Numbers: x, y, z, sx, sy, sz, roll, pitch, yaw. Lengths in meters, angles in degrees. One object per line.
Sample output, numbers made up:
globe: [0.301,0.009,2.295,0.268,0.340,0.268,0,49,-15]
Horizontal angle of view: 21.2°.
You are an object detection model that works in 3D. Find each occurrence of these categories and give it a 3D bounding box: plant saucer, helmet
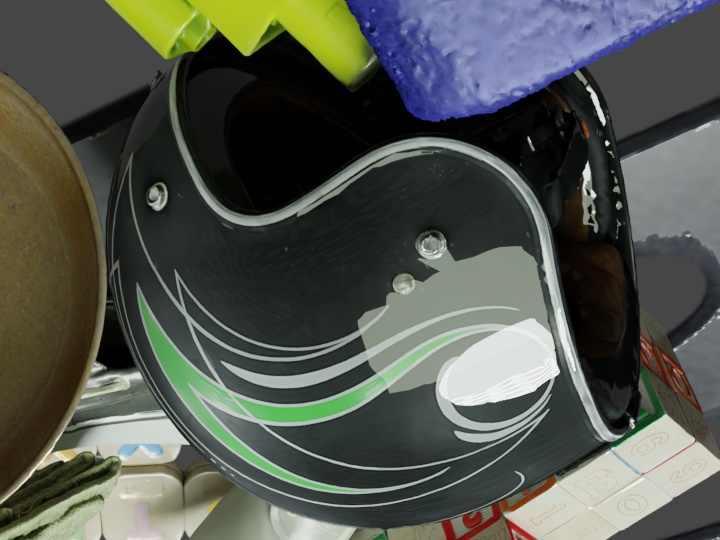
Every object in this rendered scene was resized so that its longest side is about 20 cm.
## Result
plant saucer: [-0.187,0.011,0.754,0.199,0.201,0.035,-23,168,10]
helmet: [0.000,0.000,0.742,0.190,0.201,0.201,-8,130,19]

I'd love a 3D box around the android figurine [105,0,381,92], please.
android figurine: [-0.050,-0.157,0.649,0.200,0.041,0.182,45,135,1]

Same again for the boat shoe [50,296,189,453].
boat shoe: [-0.129,0.038,0.831,0.199,0.071,0.064,-5,129,-15]

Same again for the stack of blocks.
stack of blocks: [0.061,0.107,0.871,0.200,0.116,0.059,-35,136,17]

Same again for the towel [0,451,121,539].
towel: [-0.199,0.140,0.814,0.200,0.148,0.037,-31,86,41]

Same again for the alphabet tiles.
alphabet tiles: [-0.145,0.133,0.931,0.199,0.015,0.196,-2,128,-7]

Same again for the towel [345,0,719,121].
towel: [0.039,-0.156,0.566,0.147,0.050,0.201,-24,116,9]

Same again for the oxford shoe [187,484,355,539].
oxford shoe: [-0.019,0.083,0.866,0.200,0.075,0.058,-42,134,9]
